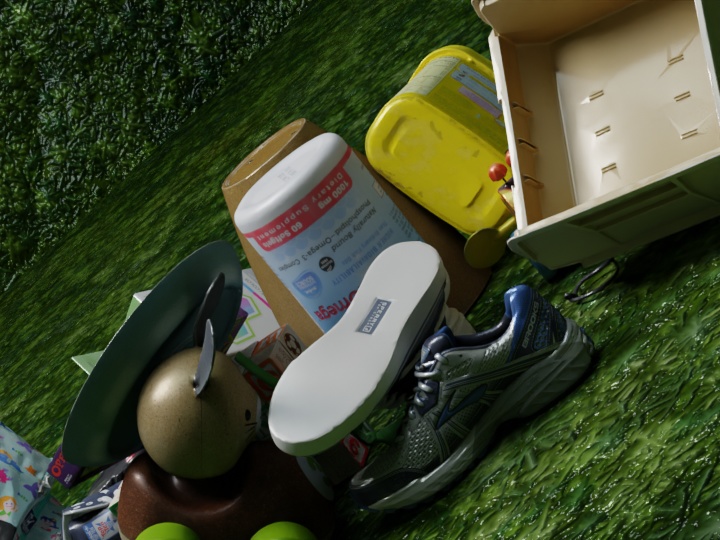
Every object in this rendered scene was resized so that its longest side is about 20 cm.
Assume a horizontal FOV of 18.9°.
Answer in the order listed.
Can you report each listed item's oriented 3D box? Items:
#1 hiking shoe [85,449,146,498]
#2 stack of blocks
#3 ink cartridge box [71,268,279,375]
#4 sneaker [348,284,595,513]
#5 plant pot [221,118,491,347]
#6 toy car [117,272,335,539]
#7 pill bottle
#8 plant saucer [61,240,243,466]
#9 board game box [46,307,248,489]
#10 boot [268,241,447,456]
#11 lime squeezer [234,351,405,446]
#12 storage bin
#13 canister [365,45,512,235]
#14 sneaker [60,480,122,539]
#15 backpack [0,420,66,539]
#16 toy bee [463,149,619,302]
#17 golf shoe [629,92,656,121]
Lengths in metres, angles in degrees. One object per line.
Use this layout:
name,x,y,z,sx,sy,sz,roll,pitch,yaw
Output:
hiking shoe,-0.181,0.157,1.952,0.200,0.076,0.101,-43,17,-8
stack of blocks,-0.102,0.145,1.691,0.199,0.115,0.059,-34,14,24
ink cartridge box,-0.141,0.064,1.893,0.199,0.104,0.060,-12,-48,-45
sneaker,0.062,0.085,1.502,0.200,0.085,0.077,-40,13,2
plant pot,-0.020,-0.024,1.834,0.186,0.200,0.187,-37,12,9
toy car,-0.095,0.110,1.528,0.156,0.202,0.165,0,22,-3
pill bottle,0.000,0.000,1.694,0.108,0.200,0.109,-37,13,10
plant saucer,-0.146,0.068,1.592,0.201,0.027,0.200,-51,-13,-16
board game box,-0.165,0.094,1.706,0.120,0.032,0.200,-55,-12,21
boot,0.008,0.077,1.531,0.072,0.091,0.200,18,51,29
lime squeezer,0.005,0.096,1.602,0.198,0.071,0.038,0,8,-2
storage bin,0.184,-0.127,1.558,0.197,0.093,0.202,-22,63,31
canister,0.091,-0.114,1.871,0.087,0.148,0.200,-56,-2,22
sneaker,-0.172,0.189,1.790,0.200,0.070,0.108,-37,-6,41
backpack,-0.342,0.237,1.938,0.178,0.150,0.200,-52,14,23
toy bee,0.144,-0.055,1.683,0.131,0.109,0.200,-43,13,-18
golf shoe,0.251,-0.135,1.686,0.072,0.092,0.200,-36,12,21
